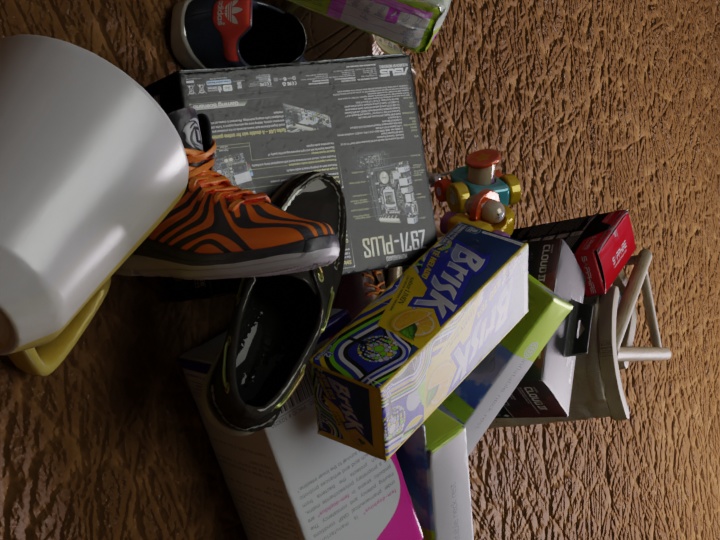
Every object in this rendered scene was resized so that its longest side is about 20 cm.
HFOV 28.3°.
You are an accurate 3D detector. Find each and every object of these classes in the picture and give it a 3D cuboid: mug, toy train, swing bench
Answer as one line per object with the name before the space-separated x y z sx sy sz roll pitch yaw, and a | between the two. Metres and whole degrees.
mug | -0.192 -0.021 0.857 0.187 0.149 0.153 52 47 -32
toy train | 0.075 -0.069 1.339 0.200 0.150 0.056 -60 156 -58
swing bench | 0.192 0.073 1.468 0.200 0.198 0.130 -31 109 -60

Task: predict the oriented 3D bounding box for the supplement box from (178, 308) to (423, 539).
supplement box | -0.043 0.136 1.089 0.101 0.103 0.201 -29 110 -32

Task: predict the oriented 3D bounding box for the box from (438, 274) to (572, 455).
box | 0.078 0.077 1.239 0.200 0.122 0.048 -56 145 8

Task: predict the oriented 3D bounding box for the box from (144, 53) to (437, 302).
box | -0.053 -0.072 1.085 0.199 0.086 0.164 -10 91 -30

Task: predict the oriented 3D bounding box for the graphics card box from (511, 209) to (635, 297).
graphics card box | 0.166 -0.005 1.441 0.125 0.199 0.051 -43 120 -58

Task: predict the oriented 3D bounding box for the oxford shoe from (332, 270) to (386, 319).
oxford shoe | 0.000 0.000 1.197 0.071 0.073 0.201 -9 112 -44

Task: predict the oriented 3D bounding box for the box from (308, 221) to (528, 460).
box | 0.048 0.047 1.046 0.200 0.064 0.070 -42 140 -40

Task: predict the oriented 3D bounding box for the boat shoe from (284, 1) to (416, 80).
boat shoe | -0.017 -0.214 1.308 0.200 0.073 0.063 30 33 -62

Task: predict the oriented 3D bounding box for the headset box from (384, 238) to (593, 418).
headset box | 0.116 0.056 1.322 0.077 0.199 0.149 51 43 -49

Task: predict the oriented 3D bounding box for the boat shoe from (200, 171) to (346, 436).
boat shoe | -0.049 0.017 0.987 0.072 0.061 0.202 23 69 -14

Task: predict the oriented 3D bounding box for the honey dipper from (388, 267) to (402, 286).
honey dipper | 0.031 0.004 1.241 0.038 0.038 0.201 28 58 -56

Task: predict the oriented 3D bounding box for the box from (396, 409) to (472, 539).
box | 0.032 0.171 1.163 0.048 0.122 0.201 -29 129 -32

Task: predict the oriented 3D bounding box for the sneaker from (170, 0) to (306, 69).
sneaker | -0.068 -0.171 1.176 0.200 0.084 0.075 19 66 -59

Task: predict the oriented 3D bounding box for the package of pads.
package of pads | -0.009 -0.283 1.211 0.068 0.199 0.155 117 -6 -56

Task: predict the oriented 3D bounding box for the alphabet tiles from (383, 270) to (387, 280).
alphabet tiles | 0.010 -0.082 1.377 0.167 0.008 0.201 2 80 -62

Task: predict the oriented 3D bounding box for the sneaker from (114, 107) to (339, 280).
sneaker | -0.101 -0.052 0.939 0.077 0.200 0.112 -5 95 -54
